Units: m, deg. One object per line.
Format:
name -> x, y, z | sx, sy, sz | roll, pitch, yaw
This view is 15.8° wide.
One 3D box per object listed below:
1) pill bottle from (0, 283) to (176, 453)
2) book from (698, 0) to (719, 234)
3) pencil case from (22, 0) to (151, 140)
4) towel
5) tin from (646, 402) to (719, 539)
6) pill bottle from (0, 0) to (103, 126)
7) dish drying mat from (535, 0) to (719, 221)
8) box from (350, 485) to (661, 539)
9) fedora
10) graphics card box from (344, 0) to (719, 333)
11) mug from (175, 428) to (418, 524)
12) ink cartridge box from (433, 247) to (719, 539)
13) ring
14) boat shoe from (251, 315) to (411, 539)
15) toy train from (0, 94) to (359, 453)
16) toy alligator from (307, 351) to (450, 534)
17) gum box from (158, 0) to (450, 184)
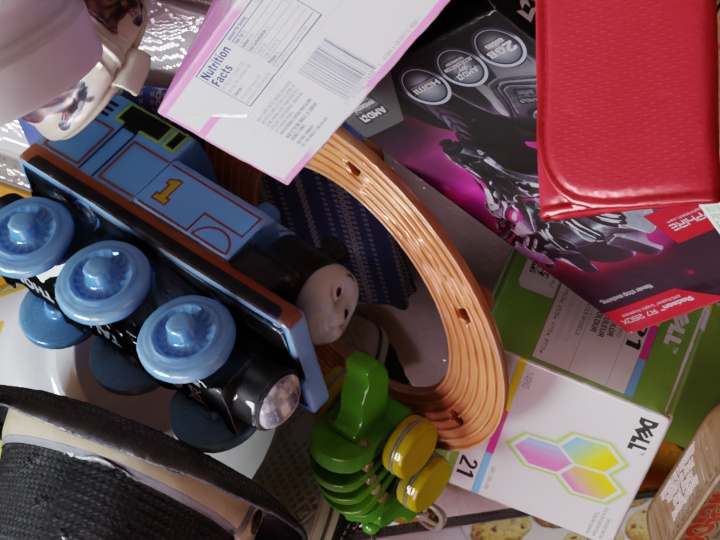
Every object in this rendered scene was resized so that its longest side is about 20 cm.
pill bottle -> -0.153, 0.054, 1.390 | 0.112, 0.112, 0.200 | 36, 159, -19
book -> 0.177, -0.050, 1.015 | 0.048, 0.134, 0.200 | -7, 138, 39
pencil case -> -0.185, -0.143, 1.176 | 0.200, 0.078, 0.089 | 39, 169, -21
towel -> -0.076, -0.044, 1.314 | 0.199, 0.024, 0.145 | 8, 143, 22
tin -> 0.203, 0.100, 1.247 | 0.112, 0.042, 0.200 | -9, 153, -17
pill bottle -> -0.187, -0.160, 1.063 | 0.116, 0.116, 0.200 | -6, 117, 40
dish drying mat -> 0.092, -0.120, 0.927 | 0.077, 0.201, 0.018 | -6, 171, 38
box -> 0.084, 0.147, 1.379 | 0.199, 0.042, 0.039 | -8, -178, 3
fedora -> -0.122, 0.128, 1.233 | 0.200, 0.092, 0.201 | 22, 166, 6
graphics card box -> 0.097, -0.055, 1.135 | 0.200, 0.051, 0.125 | 37, 146, -24
mug -> -0.054, 0.134, 1.436 | 0.186, 0.153, 0.150 | 11, 146, 21
ink cartridge box -> 0.148, 0.077, 1.284 | 0.199, 0.076, 0.148 | 22, 149, 6
ring -> 0.000, 0.000, 1.235 | 0.200, 0.019, 0.201 | 38, 152, 25
boat shoe -> -0.022, 0.120, 1.347 | 0.074, 0.200, 0.062 | -4, 143, 41
toy train -> -0.089, 0.000, 1.220 | 0.200, 0.114, 0.087 | 30, 156, 31
toy alligator -> 0.007, 0.103, 1.274 | 0.059, 0.054, 0.200 | 33, 163, 24
gum box -> -0.005, -0.128, 1.041 | 0.066, 0.114, 0.200 | 29, 149, -10
